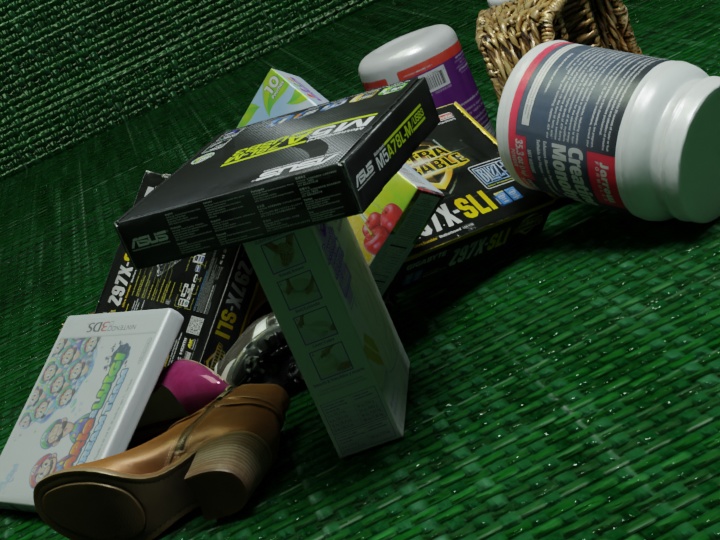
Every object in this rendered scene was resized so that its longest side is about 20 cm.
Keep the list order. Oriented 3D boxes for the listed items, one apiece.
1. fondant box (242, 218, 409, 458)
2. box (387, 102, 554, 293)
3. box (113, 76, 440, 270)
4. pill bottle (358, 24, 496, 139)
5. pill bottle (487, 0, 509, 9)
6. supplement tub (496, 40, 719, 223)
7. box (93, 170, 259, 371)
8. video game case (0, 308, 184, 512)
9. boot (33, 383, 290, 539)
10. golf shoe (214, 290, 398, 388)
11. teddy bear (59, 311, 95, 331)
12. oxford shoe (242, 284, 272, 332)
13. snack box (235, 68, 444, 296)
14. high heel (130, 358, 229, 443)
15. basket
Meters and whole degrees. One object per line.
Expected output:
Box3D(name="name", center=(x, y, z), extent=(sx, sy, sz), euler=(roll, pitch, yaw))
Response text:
Box3D(name="fondant box", center=(-0.023, 0.028, 1.177), extent=(0.058, 0.201, 0.144), euler=(-21, 18, 11))
Box3D(name="box", center=(0.061, -0.074, 1.399), extent=(0.199, 0.050, 0.160), euler=(-21, 56, -33))
Box3D(name="box", center=(-0.059, -0.076, 1.113), extent=(0.199, 0.048, 0.193), euler=(-12, 18, 27))
Box3D(name="pill bottle", center=(0.082, -0.152, 1.565), extent=(0.112, 0.201, 0.113), euler=(-22, 15, 6))
Box3D(name="pill bottle", center=(0.227, -0.231, 1.603), extent=(0.119, 0.201, 0.120), euler=(-22, 17, 7))
Box3D(name="supplement tub", center=(0.234, -0.124, 1.313), extent=(0.199, 0.141, 0.140), euler=(19, 43, 42))
Box3D(name="box", center=(-0.175, 0.010, 1.436), extent=(0.159, 0.049, 0.201), euler=(10, 78, 38))
Box3D(name="video game case", center=(-0.258, 0.129, 1.350), extent=(0.181, 0.024, 0.201), euler=(-5, 55, 48))
Box3D(name="boot", center=(-0.157, 0.155, 1.210), extent=(0.198, 0.074, 0.155), euler=(-7, 22, 15))
Box3D(name="golf shoe", center=(-0.055, 0.050, 1.368), extent=(0.199, 0.078, 0.094), euler=(-33, 18, -28))
Box3D(name="teddy bear", center=(-0.278, 0.073, 1.659), extent=(0.144, 0.067, 0.199), euler=(-26, 7, -38))
Box3D(name="oxford shoe", center=(-0.100, 0.008, 1.463), extent=(0.071, 0.071, 0.202), euler=(3, 72, 33))
Box3D(name="snack box", center=(-0.039, -0.066, 1.309), extent=(0.053, 0.200, 0.143), euler=(11, -63, -56))
Box3D(name="high heel", center=(-0.197, 0.134, 1.340), extent=(0.199, 0.068, 0.096), euler=(-2, 35, 45))
Box3D(name="basket", center=(0.217, -0.186, 1.479), extent=(0.148, 0.201, 0.143), euler=(-18, 20, 14))
